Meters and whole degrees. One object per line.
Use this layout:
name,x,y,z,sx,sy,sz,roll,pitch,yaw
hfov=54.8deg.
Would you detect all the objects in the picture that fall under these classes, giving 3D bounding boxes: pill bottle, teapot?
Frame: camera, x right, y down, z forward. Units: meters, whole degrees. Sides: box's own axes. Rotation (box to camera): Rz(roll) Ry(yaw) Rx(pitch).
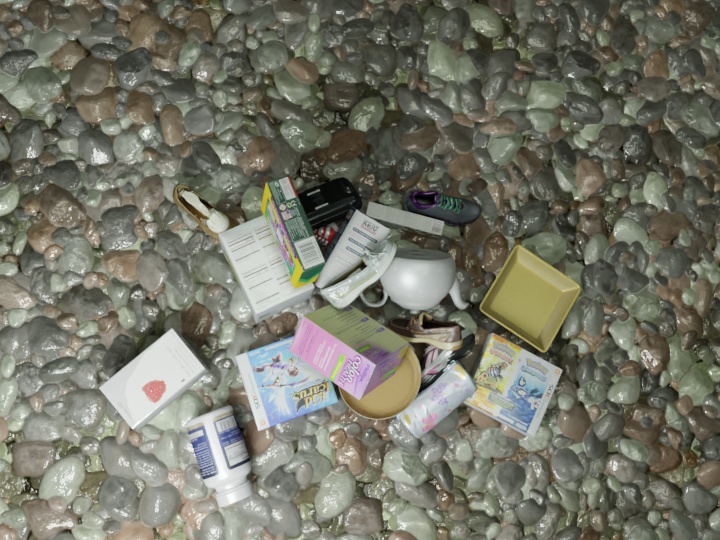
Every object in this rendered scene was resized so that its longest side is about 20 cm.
pill bottle,-0.308,0.414,1.550,0.110,0.111,0.201,-19,82,-10
teapot,0.128,0.031,1.650,0.197,0.199,0.147,-9,107,-47

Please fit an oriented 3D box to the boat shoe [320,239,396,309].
boat shoe,-0.001,0.000,1.574,0.202,0.074,0.065,-43,112,4

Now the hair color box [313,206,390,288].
hair color box,-0.025,-0.037,1.629,0.100,0.061,0.201,29,95,-17

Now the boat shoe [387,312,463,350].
boat shoe,0.150,0.130,1.631,0.072,0.199,0.073,-28,121,-43

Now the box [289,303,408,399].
box,-0.024,0.171,1.561,0.199,0.176,0.097,31,113,19

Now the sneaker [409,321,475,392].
sneaker,0.183,0.206,1.675,0.200,0.080,0.086,-42,49,-1

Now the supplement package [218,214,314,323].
supplement package,-0.219,-0.007,1.617,0.150,0.152,0.201,-25,83,-12

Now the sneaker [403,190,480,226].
sneaker,0.209,-0.159,1.731,0.198,0.088,0.075,5,79,-6

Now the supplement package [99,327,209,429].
supplement package,-0.457,0.243,1.559,0.200,0.120,0.121,-41,87,-12

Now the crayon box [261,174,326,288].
crayon box,-0.146,-0.077,1.476,0.058,0.173,0.201,-21,82,-14

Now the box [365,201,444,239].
box,0.110,-0.125,1.737,0.198,0.039,0.042,14,77,-4

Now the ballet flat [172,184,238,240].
ballet flat,-0.371,-0.140,1.666,0.200,0.072,0.068,41,77,2

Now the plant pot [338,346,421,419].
plant pot,0.046,0.252,1.637,0.198,0.028,0.202,-4,68,10

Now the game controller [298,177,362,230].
game controller,-0.097,-0.156,1.665,0.199,0.042,0.105,-24,58,-16

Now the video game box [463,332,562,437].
video game box,0.367,0.279,1.690,0.199,0.047,0.183,27,75,-1

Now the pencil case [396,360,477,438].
pencil case,0.179,0.302,1.626,0.200,0.083,0.091,-41,118,0

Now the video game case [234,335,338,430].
video game case,-0.173,0.256,1.630,0.199,0.045,0.183,-18,83,-10

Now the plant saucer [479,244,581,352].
plant saucer,0.418,0.071,1.733,0.199,0.048,0.201,33,78,1

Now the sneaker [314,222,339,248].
sneaker,-0.112,-0.087,1.687,0.112,0.071,0.200,-36,78,-16
